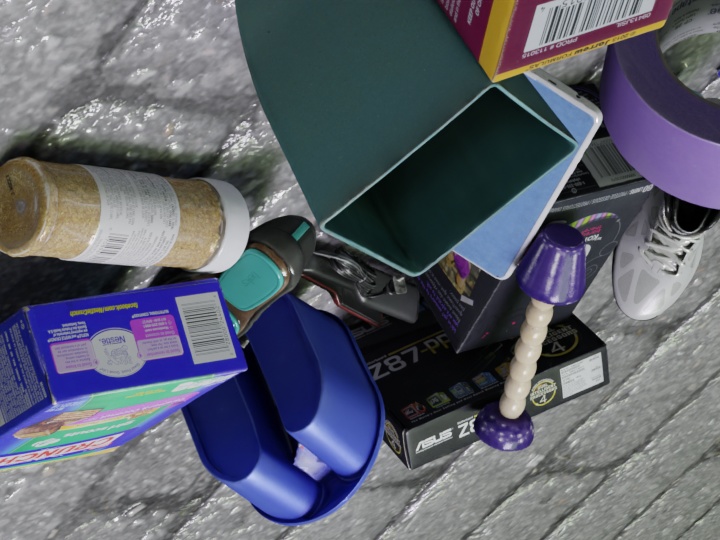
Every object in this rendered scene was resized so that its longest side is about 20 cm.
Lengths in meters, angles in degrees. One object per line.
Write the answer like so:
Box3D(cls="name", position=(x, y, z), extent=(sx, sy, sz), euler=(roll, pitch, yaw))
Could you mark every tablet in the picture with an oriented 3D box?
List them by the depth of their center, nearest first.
Box3D(cls="tablet", position=(0.093, -0.087, 1.711), extent=(0.014, 0.130, 0.201), euler=(-53, 173, -43))

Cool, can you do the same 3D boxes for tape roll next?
Box3D(cls="tape roll", position=(0.284, -0.151, 1.702), extent=(0.199, 0.201, 0.085), euler=(-24, 153, -14))

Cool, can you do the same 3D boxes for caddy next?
Box3D(cls="caddy", position=(-0.060, 0.108, 1.800), extent=(0.141, 0.201, 0.105), euler=(-40, 135, 15))

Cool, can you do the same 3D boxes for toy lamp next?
Box3D(cls="toy lamp", position=(0.138, 0.052, 1.786), extent=(0.058, 0.058, 0.201), euler=(-14, 134, -31))

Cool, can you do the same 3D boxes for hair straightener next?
Box3D(cls="hair straightener", position=(0.000, 0.000, 1.825), extent=(0.076, 0.041, 0.200), euler=(-6, 157, 28))

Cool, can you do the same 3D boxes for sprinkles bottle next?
Box3D(cls="sprinkles bottle", position=(-0.166, -0.037, 1.567), extent=(0.199, 0.068, 0.068), euler=(5, 136, -50))

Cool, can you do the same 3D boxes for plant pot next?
Box3D(cls="plant pot", position=(0.012, -0.129, 1.449), extent=(0.141, 0.201, 0.141), euler=(-38, 154, 14))

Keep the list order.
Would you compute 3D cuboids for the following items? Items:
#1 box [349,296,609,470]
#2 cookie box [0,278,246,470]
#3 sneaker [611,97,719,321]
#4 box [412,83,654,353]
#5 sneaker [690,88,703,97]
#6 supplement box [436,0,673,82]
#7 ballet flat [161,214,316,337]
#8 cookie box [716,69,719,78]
Box3D(cls="box", position=(0.090, 0.078, 1.932), extent=(0.199, 0.161, 0.049), euler=(-22, 125, -17))
Box3D(cls="cookie box", position=(-0.210, 0.082, 1.639), extent=(0.170, 0.076, 0.200), euler=(-8, 165, -39))
Box3D(cls="sneaker", position=(0.246, -0.035, 1.814), extent=(0.115, 0.075, 0.202), euler=(-53, 165, -64))
Box3D(cls="box", position=(0.135, -0.041, 1.839), extent=(0.122, 0.106, 0.201), euler=(-13, 149, -31))
Box3D(cls="sneaker", position=(0.233, -0.077, 1.917), extent=(0.081, 0.074, 0.200), euler=(-4, 143, -35))
Box3D(cls="supplement box", position=(0.094, -0.231, 1.359), extent=(0.130, 0.201, 0.104), euler=(-20, 150, -22))
Box3D(cls="ballet flat", position=(-0.093, 0.010, 1.707), extent=(0.200, 0.068, 0.068), euler=(-27, -162, 50))
Box3D(cls="cookie box", position=(0.413, -0.108, 1.949), extent=(0.075, 0.172, 0.200), euler=(-39, 153, 21))
